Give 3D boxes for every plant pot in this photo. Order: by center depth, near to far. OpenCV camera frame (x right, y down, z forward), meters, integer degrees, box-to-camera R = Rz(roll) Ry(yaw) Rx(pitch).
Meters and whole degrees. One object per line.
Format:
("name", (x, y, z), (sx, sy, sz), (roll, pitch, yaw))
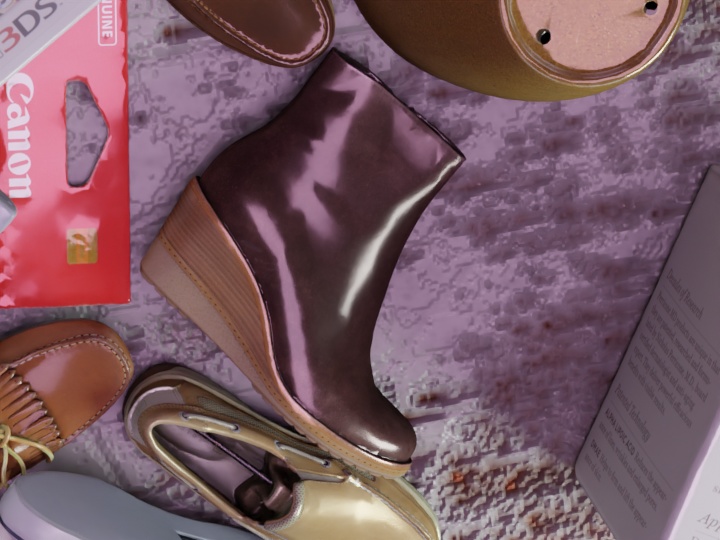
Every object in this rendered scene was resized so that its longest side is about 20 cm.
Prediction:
("plant pot", (0.093, -0.160, 1.472), (0.186, 0.200, 0.187), (-2, 107, -8))

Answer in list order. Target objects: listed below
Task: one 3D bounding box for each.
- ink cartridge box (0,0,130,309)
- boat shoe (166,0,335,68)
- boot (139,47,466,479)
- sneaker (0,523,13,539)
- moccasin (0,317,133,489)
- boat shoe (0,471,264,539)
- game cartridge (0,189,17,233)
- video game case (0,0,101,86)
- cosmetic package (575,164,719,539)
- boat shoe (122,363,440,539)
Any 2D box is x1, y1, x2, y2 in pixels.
("ink cartridge box", (-0.208, -0.066, 1.531), (0.176, 0.045, 0.200), (-2, 107, -8))
("boat shoe", (-0.088, -0.176, 1.505), (0.072, 0.068, 0.200), (-42, 109, 4))
("boot", (0.000, 0.000, 1.571), (0.166, 0.072, 0.200), (-45, 105, 8))
("sneaker", (-0.256, 0.215, 1.580), (0.075, 0.100, 0.200), (42, 95, -16))
("moccasin", (-0.213, 0.092, 1.559), (0.201, 0.078, 0.074), (-25, 113, -1))
("boat shoe", (-0.127, 0.172, 1.588), (0.202, 0.075, 0.086), (20, 112, -43))
("game cartridge", (-0.293, -0.046, 1.485), (0.200, 0.040, 0.133), (41, 97, -14))
("video game case", (-0.238, -0.174, 1.456), (0.182, 0.024, 0.200), (-43, 101, -19))
("cosmetic package", (0.242, 0.077, 1.588), (0.165, 0.165, 0.200), (20, 103, -15))
("boat shoe", (-0.041, 0.125, 1.600), (0.200, 0.076, 0.072), (26, 101, -16))
